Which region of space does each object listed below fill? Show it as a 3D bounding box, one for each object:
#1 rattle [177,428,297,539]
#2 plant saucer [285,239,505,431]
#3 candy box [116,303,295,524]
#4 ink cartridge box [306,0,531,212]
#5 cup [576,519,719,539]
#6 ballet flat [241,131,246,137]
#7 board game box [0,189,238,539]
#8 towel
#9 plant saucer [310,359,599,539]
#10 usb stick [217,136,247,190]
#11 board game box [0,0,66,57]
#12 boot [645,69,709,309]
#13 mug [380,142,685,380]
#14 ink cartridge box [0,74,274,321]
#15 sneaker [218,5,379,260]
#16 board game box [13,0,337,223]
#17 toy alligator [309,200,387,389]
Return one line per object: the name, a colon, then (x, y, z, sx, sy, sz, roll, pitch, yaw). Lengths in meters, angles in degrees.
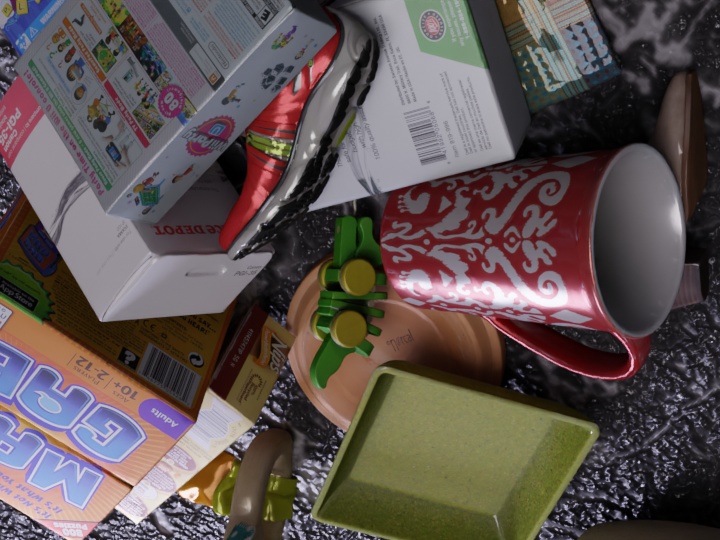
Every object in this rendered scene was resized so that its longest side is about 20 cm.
rattle: (-0.136, 0.214, 1.233, 0.141, 0.200, 0.131, 23, 121, 5)
plant saucer: (0.027, 0.070, 1.207, 0.197, 0.032, 0.203, 7, 118, 14)
candy box: (-0.147, 0.129, 1.227, 0.055, 0.116, 0.200, 40, 129, -12)
ink cartridge box: (0.012, -0.140, 1.049, 0.197, 0.083, 0.148, -12, 110, 22)
cup: (0.244, 0.292, 1.176, 0.142, 0.199, 0.203, 25, 125, 34)
ballet flat: (-0.145, -0.174, 1.123, 0.067, 0.068, 0.201, -35, 92, 33)
board game box: (-0.244, 0.059, 1.163, 0.199, 0.201, 0.200, 34, 126, -15)
towel: (0.084, -0.177, 1.069, 0.198, 0.022, 0.148, -22, 108, 25)
plant saucer: (0.078, 0.159, 1.194, 0.197, 0.048, 0.201, 16, 129, -9)
usb stick: (-0.166, -0.069, 1.198, 0.198, 0.033, 0.056, -25, 113, 27)
board game box: (-0.228, -0.291, 1.034, 0.200, 0.041, 0.200, -42, 74, 18)
boot: (0.194, -0.052, 1.074, 0.144, 0.070, 0.203, 3, 106, 29)
mug: (0.123, -0.001, 1.028, 0.198, 0.133, 0.180, 2, 99, 41)
ink cartridge box: (-0.181, -0.063, 1.092, 0.083, 0.146, 0.201, -46, 66, 28)
sneaker: (-0.058, -0.102, 1.009, 0.084, 0.077, 0.201, 34, 111, 13)
board game box: (-0.134, -0.156, 0.973, 0.200, 0.064, 0.148, -43, 68, 19)
toy alligator: (0.000, 0.000, 1.142, 0.054, 0.059, 0.203, 11, 86, -23)
